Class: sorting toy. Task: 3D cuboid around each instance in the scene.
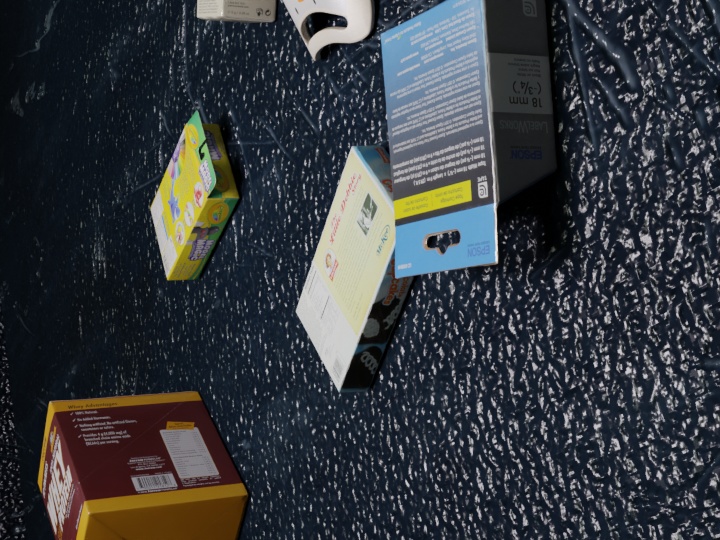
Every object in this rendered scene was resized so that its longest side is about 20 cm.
[{"bbox_3d":[-0.048,-0.298,1.110,0.199,0.106,0.182,-7,104,61],"label":"sorting toy"}]

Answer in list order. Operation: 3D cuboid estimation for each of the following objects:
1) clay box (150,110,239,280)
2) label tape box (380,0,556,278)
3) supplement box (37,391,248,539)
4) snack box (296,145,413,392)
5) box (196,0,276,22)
[{"bbox_3d":[-0.203,-0.091,1.426,0.200,0.047,0.116,-53,46,47],"label":"clay box"},{"bbox_3d":[0.081,-0.100,0.890,0.144,0.063,0.202,-9,84,61],"label":"label tape box"},{"bbox_3d":[-0.271,0.266,1.417,0.200,0.195,0.134,52,135,48],"label":"supplement box"},{"bbox_3d":[0.000,0.000,1.071,0.117,0.037,0.201,58,140,42],"label":"snack box"},{"bbox_3d":[-0.132,-0.374,1.261,0.082,0.068,0.202,21,110,59],"label":"box"}]
